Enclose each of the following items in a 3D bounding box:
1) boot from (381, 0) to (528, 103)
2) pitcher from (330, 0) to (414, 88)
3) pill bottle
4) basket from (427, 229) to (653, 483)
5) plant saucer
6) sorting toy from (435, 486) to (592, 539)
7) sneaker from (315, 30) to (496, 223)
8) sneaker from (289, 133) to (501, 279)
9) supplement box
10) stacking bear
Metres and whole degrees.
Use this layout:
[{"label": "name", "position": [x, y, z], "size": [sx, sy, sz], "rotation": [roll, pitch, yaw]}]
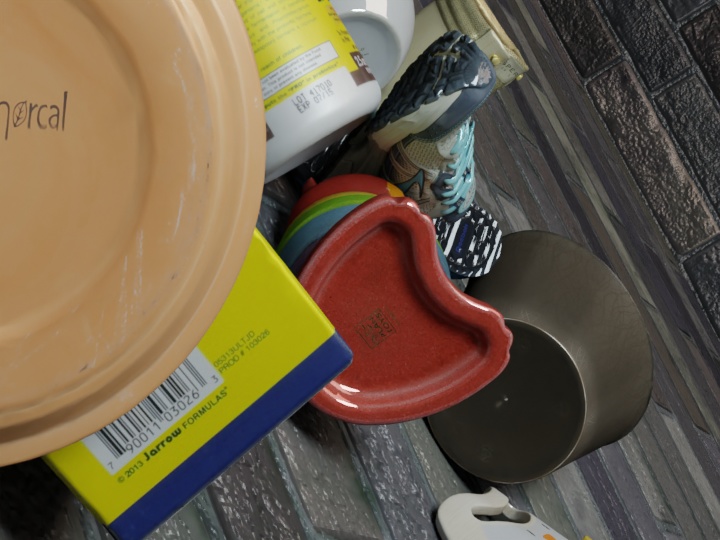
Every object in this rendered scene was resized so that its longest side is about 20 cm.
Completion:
[{"label": "boot", "position": [0.066, -0.112, 1.215], "size": [0.073, 0.154, 0.202], "rotation": [24, 41, -65]}, {"label": "pitcher", "position": [-0.004, -0.225, 1.194], "size": [0.201, 0.169, 0.122], "rotation": [-107, -174, -46]}, {"label": "pill bottle", "position": [-0.079, -0.160, 0.956], "size": [0.201, 0.109, 0.109], "rotation": [59, 16, -1]}, {"label": "basket", "position": [0.123, 0.069, 1.123], "size": [0.182, 0.135, 0.200], "rotation": [58, 20, 2]}, {"label": "plant saucer", "position": [-0.121, -0.037, 0.474], "size": [0.201, 0.200, 0.032], "rotation": [52, -13, -21]}, {"label": "sorting toy", "position": [0.127, 0.208, 0.988], "size": [0.180, 0.107, 0.200], "rotation": [43, 12, 17]}, {"label": "sneaker", "position": [0.046, -0.078, 0.985], "size": [0.086, 0.200, 0.078], "rotation": [36, 64, -8]}, {"label": "sneaker", "position": [0.008, -0.053, 1.123], "size": [0.199, 0.067, 0.078], "rotation": [32, -13, -25]}, {"label": "supplement box", "position": [-0.111, -0.021, 0.563], "size": [0.201, 0.109, 0.109], "rotation": [53, -5, -21]}, {"label": "stacking bear", "position": [0.000, 0.000, 0.915], "size": [0.122, 0.113, 0.200], "rotation": [52, 7, -19]}]
